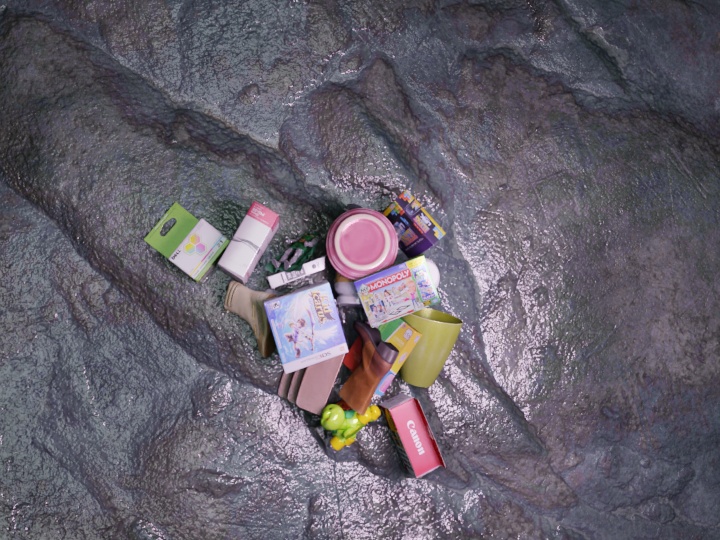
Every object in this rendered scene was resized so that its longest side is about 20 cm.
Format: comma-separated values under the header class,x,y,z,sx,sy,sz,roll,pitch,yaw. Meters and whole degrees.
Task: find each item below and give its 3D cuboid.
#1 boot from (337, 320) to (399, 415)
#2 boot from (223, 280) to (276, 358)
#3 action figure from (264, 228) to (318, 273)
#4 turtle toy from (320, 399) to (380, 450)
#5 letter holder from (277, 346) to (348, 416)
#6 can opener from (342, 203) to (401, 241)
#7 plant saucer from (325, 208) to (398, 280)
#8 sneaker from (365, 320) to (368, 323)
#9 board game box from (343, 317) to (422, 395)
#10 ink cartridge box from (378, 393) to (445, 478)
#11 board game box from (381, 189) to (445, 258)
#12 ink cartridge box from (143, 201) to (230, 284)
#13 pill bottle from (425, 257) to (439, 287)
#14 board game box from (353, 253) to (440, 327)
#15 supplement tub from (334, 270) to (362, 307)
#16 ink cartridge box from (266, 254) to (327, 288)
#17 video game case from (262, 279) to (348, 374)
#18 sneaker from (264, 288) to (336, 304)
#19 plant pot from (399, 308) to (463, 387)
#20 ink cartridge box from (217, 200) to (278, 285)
class,x,y,z,sx,sy,sz,roll,pitch,yaw
boot,0.001,0.254,1.500,0.188,0.068,0.202,38,104,38
boot,-0.304,0.135,1.555,0.154,0.202,0.073,18,33,23
action figure,-0.175,-0.062,1.580,0.117,0.200,0.055,8,123,22
turtle toy,-0.040,0.405,1.524,0.146,0.200,0.101,-46,70,9
letter holder,-0.138,0.280,1.559,0.141,0.101,0.202,23,79,-5
can opener,0.036,-0.147,1.636,0.198,0.054,0.067,23,65,20
plant saucer,0.005,-0.073,1.509,0.198,0.051,0.203,0,82,-1
sneaker,0.021,0.244,1.609,0.086,0.075,0.203,-3,80,1
board game box,0.057,0.214,1.530,0.040,0.153,0.201,28,96,-49
ink cartridge box,0.141,0.456,1.548,0.083,0.176,0.202,-22,87,-13
board game box,0.139,-0.126,1.611,0.057,0.200,0.166,-41,90,-17
ink cartridge box,-0.483,-0.082,1.552,0.199,0.076,0.148,38,78,-5
pill bottle,0.159,0.023,1.596,0.109,0.200,0.112,2,82,-10
board game box,0.097,0.054,1.481,0.198,0.029,0.136,-21,101,5
supplement tub,0.000,0.000,1.597,0.143,0.145,0.203,5,81,-10
ink cartridge box,-0.168,0.001,1.588,0.198,0.099,0.040,-22,93,-11
video game case,-0.143,0.148,1.477,0.179,0.045,0.202,-18,102,-11
sneaker,-0.166,0.082,1.571,0.199,0.075,0.116,31,109,-8
plant pot,0.179,0.222,1.599,0.185,0.187,0.203,12,97,-9
ink cartridge box,-0.308,-0.073,1.548,0.082,0.147,0.202,29,78,-4
